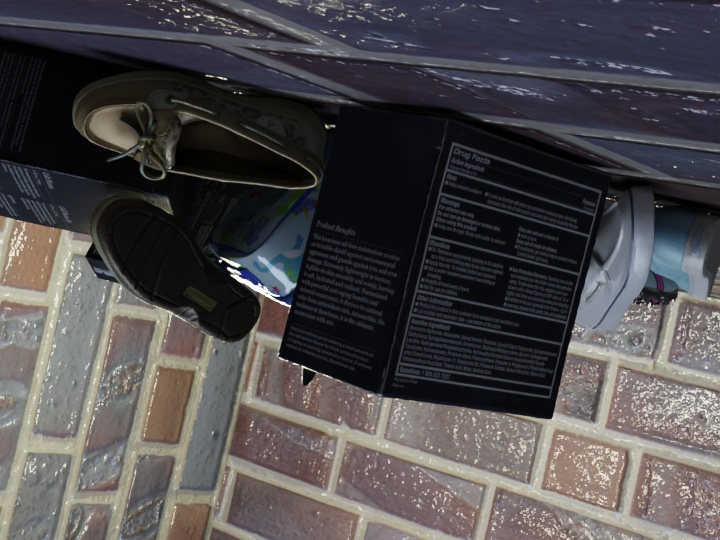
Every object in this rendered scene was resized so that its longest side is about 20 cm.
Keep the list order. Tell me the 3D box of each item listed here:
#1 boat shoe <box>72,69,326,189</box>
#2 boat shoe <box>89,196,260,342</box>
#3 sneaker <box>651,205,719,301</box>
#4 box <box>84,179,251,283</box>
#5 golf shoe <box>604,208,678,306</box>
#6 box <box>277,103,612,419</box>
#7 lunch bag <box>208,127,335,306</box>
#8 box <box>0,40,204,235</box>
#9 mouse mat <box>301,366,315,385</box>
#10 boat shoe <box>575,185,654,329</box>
[{"bbox_3d":[-0.125,-0.106,1.122,0.200,0.073,0.063,5,-136,-6],"label":"boat shoe"},{"bbox_3d":[-0.170,-0.004,1.234,0.076,0.072,0.200,34,170,44],"label":"boat shoe"},{"bbox_3d":[0.288,-0.025,1.316,0.082,0.074,0.200,21,174,18],"label":"sneaker"},{"bbox_3d":[-0.188,-0.066,1.601,0.160,0.200,0.044,12,150,21],"label":"box"},{"bbox_3d":[0.227,-0.022,1.356,0.200,0.092,0.073,18,173,-29],"label":"golf shoe"},{"bbox_3d":[0.067,-0.005,1.090,0.200,0.199,0.123,13,-178,-44],"label":"box"},{"bbox_3d":[-0.051,-0.047,1.271,0.082,0.161,0.200,45,170,-15],"label":"lunch bag"},{"bbox_3d":[-0.235,-0.101,1.262,0.182,0.104,0.200,14,166,0],"label":"box"},{"bbox_3d":[0.000,0.000,1.355,0.008,0.200,0.161,28,147,15],"label":"mouse mat"},{"bbox_3d":[0.203,-0.005,1.228,0.065,0.074,0.200,3,147,-3],"label":"boat shoe"}]
